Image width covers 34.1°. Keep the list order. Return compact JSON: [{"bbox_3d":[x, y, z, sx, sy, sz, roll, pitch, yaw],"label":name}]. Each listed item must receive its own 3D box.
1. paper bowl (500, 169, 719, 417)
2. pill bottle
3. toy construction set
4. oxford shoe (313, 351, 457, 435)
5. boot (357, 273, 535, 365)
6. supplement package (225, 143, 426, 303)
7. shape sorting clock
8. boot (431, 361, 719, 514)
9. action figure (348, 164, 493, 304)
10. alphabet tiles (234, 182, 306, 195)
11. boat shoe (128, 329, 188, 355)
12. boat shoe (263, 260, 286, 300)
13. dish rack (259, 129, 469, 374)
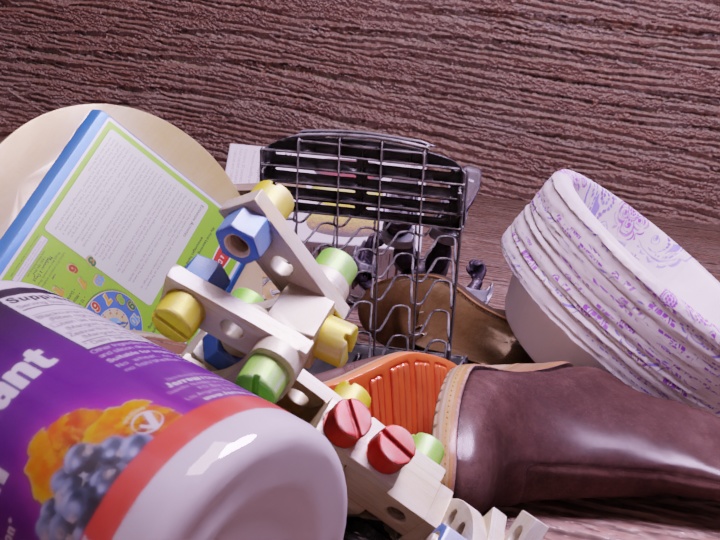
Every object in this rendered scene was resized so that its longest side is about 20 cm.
[{"bbox_3d":[0.180,0.032,0.805,0.200,0.105,0.201,35,17,-13],"label":"paper bowl"},{"bbox_3d":[-0.113,0.069,0.422,0.199,0.112,0.111,21,16,32],"label":"pill bottle"},{"bbox_3d":[-0.003,0.069,0.480,0.092,0.200,0.131,-39,-6,-41],"label":"toy construction set"},{"bbox_3d":[-0.015,0.081,0.653,0.073,0.072,0.199,2,3,42],"label":"oxford shoe"},{"bbox_3d":[0.055,0.051,0.911,0.075,0.074,0.199,-15,22,-39],"label":"boot"},{"bbox_3d":[-0.038,-0.044,1.178,0.198,0.114,0.110,5,-32,0],"label":"supplement package"},{"bbox_3d":[-0.145,-0.001,0.701,0.199,0.201,0.039,-1,-12,-35],"label":"shape sorting clock"},{"bbox_3d":[0.128,0.095,0.629,0.165,0.073,0.200,11,13,16],"label":"boot"},{"bbox_3d":[0.054,-0.005,1.007,0.129,0.070,0.201,10,-35,2],"label":"action figure"},{"bbox_3d":[-0.140,-0.044,0.900,0.166,0.008,0.199,-6,-5,-42],"label":"alphabet tiles"},{"bbox_3d":[-0.150,0.083,0.570,0.074,0.076,0.199,19,24,40],"label":"boat shoe"},{"bbox_3d":[-0.078,0.034,0.924,0.076,0.072,0.200,33,28,14],"label":"boat shoe"},{"bbox_3d":[0.000,0.000,0.786,0.152,0.201,0.055,6,26,8],"label":"dish rack"}]
